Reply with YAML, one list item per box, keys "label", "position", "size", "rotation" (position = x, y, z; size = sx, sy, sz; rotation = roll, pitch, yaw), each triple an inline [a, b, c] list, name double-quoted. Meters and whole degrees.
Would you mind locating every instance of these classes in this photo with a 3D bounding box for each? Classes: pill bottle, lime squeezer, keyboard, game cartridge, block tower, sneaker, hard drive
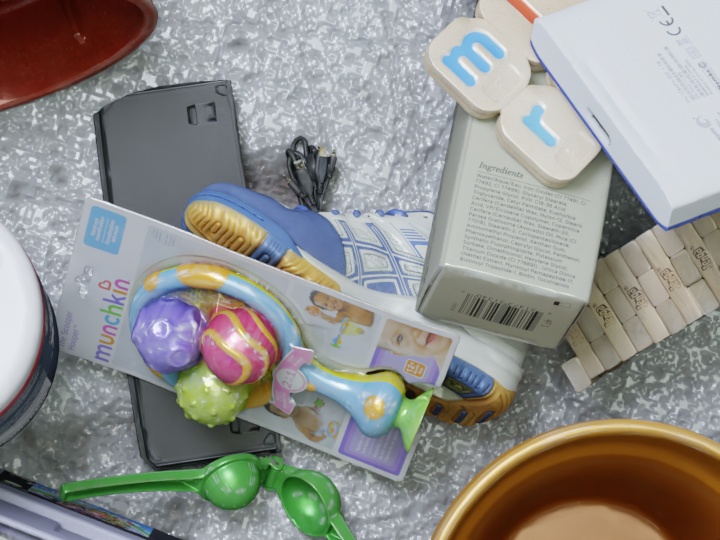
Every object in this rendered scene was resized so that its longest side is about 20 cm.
- label: "pill bottle"
  position: [-0.209, 0.034, 1.379]
  size: [0.119, 0.200, 0.121]
  rotation: [0, 82, -3]
- label: "lime squeezer"
  position: [-0.055, 0.128, 1.454]
  size: [0.199, 0.038, 0.071]
  rotation: [21, 61, -3]
- label: "keyboard"
  position: [-0.068, -0.001, 1.478]
  size: [0.126, 0.021, 0.202]
  rotation: [-8, 89, 0]
- label: "game cartridge"
  position: [-0.137, 0.142, 1.415]
  size: [0.199, 0.130, 0.039]
  rotation: [21, 95, -1]
- label: "block tower"
  position: [0.185, -0.012, 1.431]
  size: [0.199, 0.054, 0.058]
  rotation: [-33, 85, 20]
- label: "sneaker"
  position: [0.000, 0.000, 1.448]
  size: [0.199, 0.075, 0.089]
  rotation: [31, 61, -17]
- label: "hard drive"
  position: [0.202, -0.102, 1.379]
  size: [0.199, 0.025, 0.132]
  rotation: [-20, 56, -21]

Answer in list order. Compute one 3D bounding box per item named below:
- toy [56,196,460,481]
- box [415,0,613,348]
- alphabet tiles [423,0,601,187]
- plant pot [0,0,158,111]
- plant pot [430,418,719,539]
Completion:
- label: "toy"
  position: [-0.060, 0.047, 1.411]
  size: [0.199, 0.116, 0.047]
  rotation: [19, 44, -2]
- label: "box"
  position: [0.087, -0.069, 1.424]
  size: [0.082, 0.068, 0.201]
  rotation: [15, 65, -5]
- label: "alphabet tiles"
  position: [0.126, -0.134, 1.414]
  size: [0.196, 0.015, 0.200]
  rotation: [43, 65, 5]
- label: "plant pot"
  position: [-0.222, -0.193, 1.406]
  size: [0.199, 0.201, 0.197]
  rotation: [-15, 80, -2]
- label: "plant pot"
  position: [0.122, 0.173, 1.393]
  size: [0.199, 0.183, 0.202]
  rotation: [0, 88, -1]
